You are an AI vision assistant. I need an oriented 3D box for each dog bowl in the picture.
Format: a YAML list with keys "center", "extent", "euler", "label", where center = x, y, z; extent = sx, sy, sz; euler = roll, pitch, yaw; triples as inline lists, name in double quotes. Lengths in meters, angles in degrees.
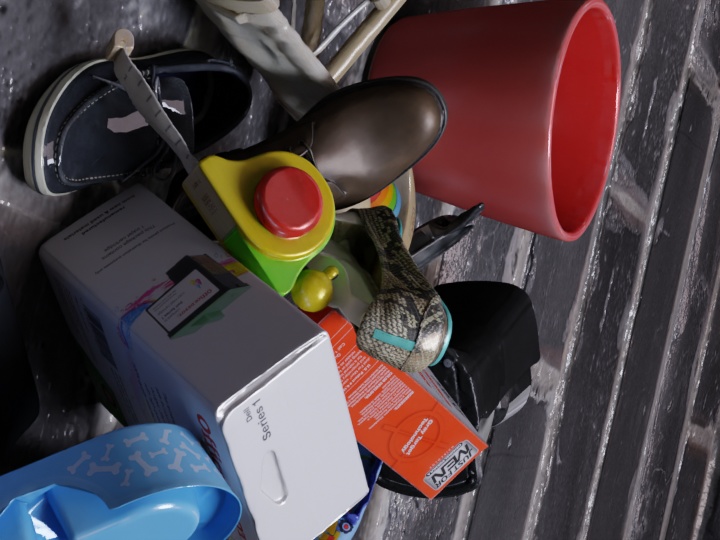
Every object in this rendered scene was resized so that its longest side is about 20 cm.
- center: [-0.165, 0.144, 0.860]
  extent: [0.198, 0.050, 0.112]
  euler: [-23, 151, -7]
  label: "dog bowl"

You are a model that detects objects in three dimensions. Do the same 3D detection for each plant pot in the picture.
- center: [0.109, -0.135, 1.341]
  extent: [0.200, 0.175, 0.203]
  euler: [9, 90, -67]
  label: "plant pot"

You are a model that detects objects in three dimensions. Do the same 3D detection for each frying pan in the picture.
- center: [0.047, -0.019, 1.340]
  extent: [0.114, 0.031, 0.190]
  euler: [-33, 172, -3]
  label: "frying pan"

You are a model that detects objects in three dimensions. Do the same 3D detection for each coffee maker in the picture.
- center: [0.087, 0.079, 1.420]
  extent: [0.200, 0.133, 0.194]
  euler: [-43, 151, -62]
  label: "coffee maker"

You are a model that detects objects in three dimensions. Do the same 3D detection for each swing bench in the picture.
- center: [-0.040, -0.220, 1.060]
  extent: [0.202, 0.128, 0.199]
  euler: [-66, 153, -13]
  label: "swing bench"

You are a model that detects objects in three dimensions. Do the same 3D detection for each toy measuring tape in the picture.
- center: [-0.071, -0.066, 0.938]
  extent: [0.201, 0.073, 0.073]
  euler: [56, 34, 0]
  label: "toy measuring tape"

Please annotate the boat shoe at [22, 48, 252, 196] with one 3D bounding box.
- center: [-0.135, -0.095, 0.982]
  extent: [0.200, 0.062, 0.076]
  euler: [-32, 130, -56]
  label: "boat shoe"

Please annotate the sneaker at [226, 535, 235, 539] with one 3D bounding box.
- center: [-0.173, 0.168, 1.001]
  extent: [0.198, 0.090, 0.079]
  euler: [7, 69, -45]
  label: "sneaker"

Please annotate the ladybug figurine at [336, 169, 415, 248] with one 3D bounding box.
- center: [-0.007, -0.063, 1.239]
  extent: [0.200, 0.071, 0.137]
  euler: [57, 40, -62]
  label: "ladybug figurine"

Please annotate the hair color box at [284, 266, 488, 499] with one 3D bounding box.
- center: [-0.003, 0.068, 1.093]
  extent: [0.061, 0.102, 0.200]
  euler: [-44, 132, 5]
  label: "hair color box"

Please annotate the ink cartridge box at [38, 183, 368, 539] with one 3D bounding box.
- center: [-0.094, 0.062, 0.957]
  extent: [0.084, 0.199, 0.146]
  euler: [-34, 136, -22]
  label: "ink cartridge box"

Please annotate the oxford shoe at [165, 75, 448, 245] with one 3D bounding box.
- center: [-0.034, -0.061, 1.010]
  extent: [0.073, 0.198, 0.085]
  euler: [62, 8, -12]
  label: "oxford shoe"

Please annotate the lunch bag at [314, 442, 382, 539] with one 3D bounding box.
- center: [-0.034, 0.172, 1.223]
  extent: [0.151, 0.094, 0.200]
  euler: [-57, 171, 28]
  label: "lunch bag"

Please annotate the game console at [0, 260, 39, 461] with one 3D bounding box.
- center: [-0.248, 0.080, 0.851]
  extent: [0.201, 0.031, 0.178]
  euler: [-54, 145, -41]
  label: "game console"

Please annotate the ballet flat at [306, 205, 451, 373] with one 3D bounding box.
- center: [0.000, 0.000, 0.998]
  extent: [0.200, 0.074, 0.069]
  euler: [-118, -133, -65]
  label: "ballet flat"
